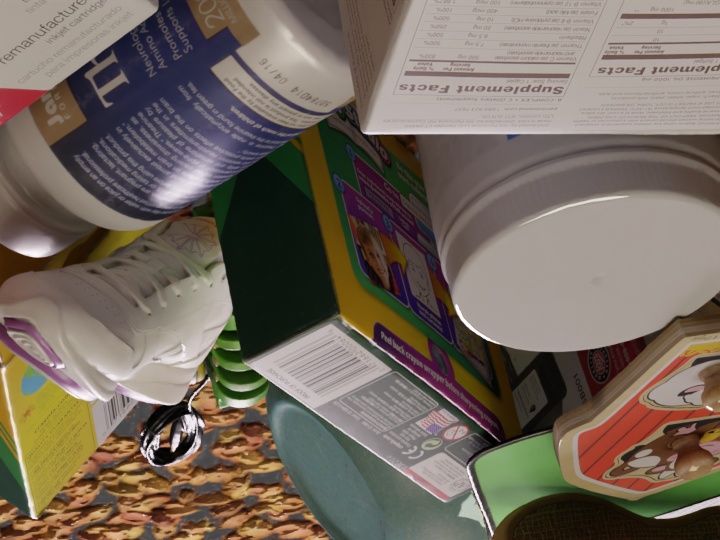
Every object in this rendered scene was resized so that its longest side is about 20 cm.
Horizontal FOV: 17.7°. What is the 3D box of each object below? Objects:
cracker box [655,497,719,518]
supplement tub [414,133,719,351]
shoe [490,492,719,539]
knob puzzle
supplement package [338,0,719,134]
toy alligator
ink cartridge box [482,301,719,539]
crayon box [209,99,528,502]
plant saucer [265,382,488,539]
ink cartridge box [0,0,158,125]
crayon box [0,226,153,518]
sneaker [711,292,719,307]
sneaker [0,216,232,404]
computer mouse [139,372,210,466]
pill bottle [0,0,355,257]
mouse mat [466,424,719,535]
[{"bbox_3d":[0.241,0.112,1.514,0.134,0.058,0.200,-34,142,32],"label":"cracker box"},{"bbox_3d":[0.086,-0.081,1.024,0.132,0.200,0.132,-8,148,-5],"label":"supplement tub"},{"bbox_3d":[0.141,0.160,1.223,0.200,0.070,0.053,6,136,-39],"label":"shoe"},{"bbox_3d":[0.182,0.074,1.121,0.219,0.030,0.220,-16,157,-7],"label":"knob puzzle"},{"bbox_3d":[0.070,-0.162,0.888,0.156,0.200,0.111,-1,147,-15],"label":"supplement package"},{"bbox_3d":[-0.069,0.010,1.210,0.059,0.054,0.200,-17,134,-18],"label":"toy alligator"},{"bbox_3d":[0.120,0.055,1.284,0.083,0.145,0.200,2,146,-30],"label":"ink cartridge box"},{"bbox_3d":[0.000,0.000,1.153,0.058,0.173,0.200,-27,145,18],"label":"crayon box"},{"bbox_3d":[-0.004,0.111,1.312,0.039,0.201,0.201,-31,155,-22],"label":"plant saucer"},{"bbox_3d":[-0.206,-0.141,0.953,0.145,0.083,0.200,-31,143,30],"label":"ink cartridge box"},{"bbox_3d":[-0.158,0.028,1.200,0.051,0.127,0.200,31,151,17],"label":"crayon box"},{"bbox_3d":[0.177,-0.056,1.127,0.092,0.200,0.076,-51,174,37],"label":"sneaker"},{"bbox_3d":[-0.111,0.009,1.092,0.100,0.075,0.200,-54,168,5],"label":"sneaker"},{"bbox_3d":[-0.094,0.054,1.340,0.059,0.034,0.200,-18,153,-33],"label":"computer mouse"},{"bbox_3d":[-0.092,-0.087,1.047,0.200,0.111,0.111,-30,143,28],"label":"pill bottle"},{"bbox_3d":[0.158,0.095,1.200,0.200,0.008,0.161,-17,151,3],"label":"mouse mat"}]
